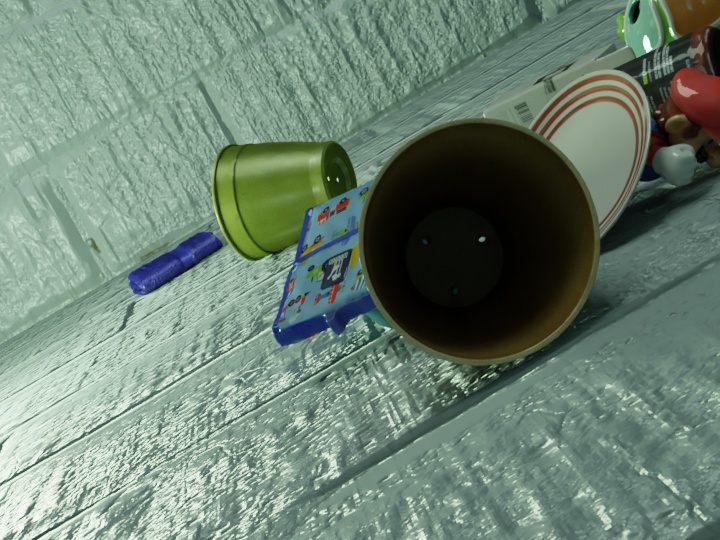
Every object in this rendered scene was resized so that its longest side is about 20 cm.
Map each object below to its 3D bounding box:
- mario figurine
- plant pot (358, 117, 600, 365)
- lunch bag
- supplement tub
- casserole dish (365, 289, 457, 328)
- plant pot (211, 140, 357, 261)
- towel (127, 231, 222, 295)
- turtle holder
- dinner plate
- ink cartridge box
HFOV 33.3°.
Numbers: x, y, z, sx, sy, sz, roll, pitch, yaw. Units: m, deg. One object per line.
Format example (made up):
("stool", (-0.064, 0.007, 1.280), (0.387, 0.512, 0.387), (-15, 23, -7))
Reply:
("mario figurine", (0.289, -0.103, 1.135), (0.200, 0.105, 0.125), (-34, 42, 42))
("plant pot", (0.088, -0.019, 1.010), (0.185, 0.188, 0.200), (-30, -1, -2))
("lunch bag", (0.000, 0.000, 1.195), (0.150, 0.094, 0.201), (-23, 26, 31))
("supplement tub", (0.295, -0.167, 1.250), (0.199, 0.108, 0.107), (-21, 14, 37))
("casserole dish", (0.051, 0.014, 1.263), (0.120, 0.039, 0.200), (-32, 10, -6))
("plant pot", (-0.114, -0.131, 2.006), (0.191, 0.202, 0.200), (-11, 18, 25))
("towel", (-0.394, -0.019, 2.536), (0.199, 0.050, 0.147), (-34, 11, -18))
("turtle holder", (0.407, -0.317, 1.553), (0.140, 0.132, 0.186), (-27, 12, 16))
("dinner plate", (0.205, -0.093, 1.139), (0.200, 0.024, 0.202), (-38, 40, 41))
("ink cartridge box", (0.256, -0.179, 1.382), (0.199, 0.117, 0.067), (-21, 13, 37))
